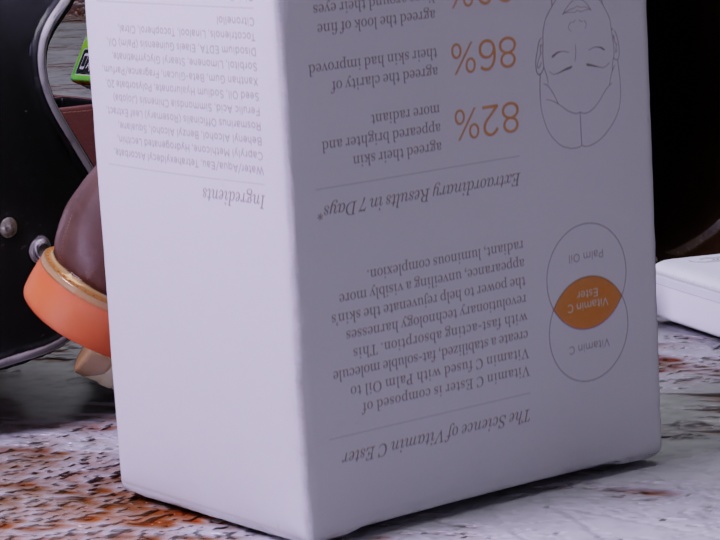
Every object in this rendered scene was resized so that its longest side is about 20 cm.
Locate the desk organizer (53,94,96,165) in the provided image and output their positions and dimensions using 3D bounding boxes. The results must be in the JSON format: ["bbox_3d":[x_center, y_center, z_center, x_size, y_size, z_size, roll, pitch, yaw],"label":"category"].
[{"bbox_3d":[-0.205,-0.059,1.531,0.072,0.077,0.200,-9,10,-32],"label":"desk organizer"}]

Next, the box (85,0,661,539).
[{"bbox_3d":[0.005,-0.030,0.877,0.152,0.200,0.106,-10,13,-38],"label":"box"}]

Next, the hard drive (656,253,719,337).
[{"bbox_3d":[0.215,0.015,1.077,0.132,0.027,0.200,-6,9,-18],"label":"hard drive"}]

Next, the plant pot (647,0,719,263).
[{"bbox_3d":[0.098,-0.091,1.274,0.200,0.201,0.198,-9,6,-31],"label":"plant pot"}]

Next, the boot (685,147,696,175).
[{"bbox_3d":[0.235,-0.053,1.395,0.097,0.075,0.200,10,23,20],"label":"boot"}]

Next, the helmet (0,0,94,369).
[{"bbox_3d":[-0.192,-0.051,1.038,0.200,0.191,0.200,-15,6,2],"label":"helmet"}]

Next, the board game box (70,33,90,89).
[{"bbox_3d":[0.004,-0.152,1.447,0.200,0.200,0.200,23,-7,-32],"label":"board game box"}]

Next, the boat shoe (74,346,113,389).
[{"bbox_3d":[-0.062,0.017,1.078,0.072,0.072,0.200,27,8,-3],"label":"boat shoe"}]

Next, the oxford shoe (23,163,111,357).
[{"bbox_3d":[-0.019,0.004,0.963,0.200,0.073,0.071,11,21,-42],"label":"oxford shoe"}]
